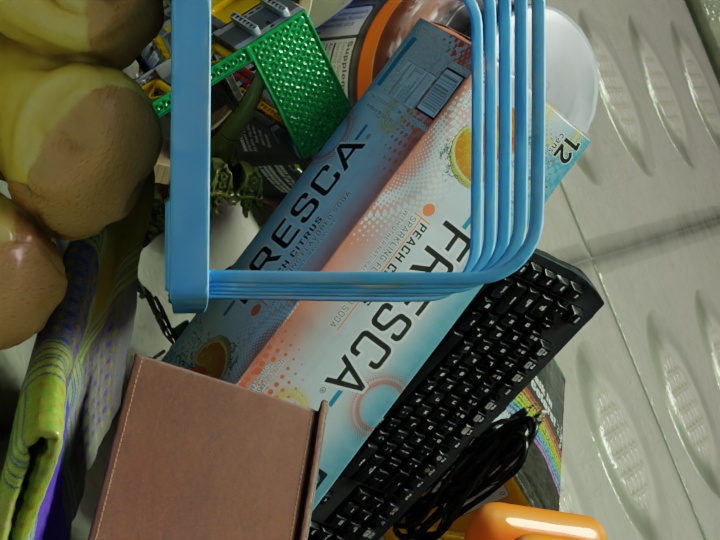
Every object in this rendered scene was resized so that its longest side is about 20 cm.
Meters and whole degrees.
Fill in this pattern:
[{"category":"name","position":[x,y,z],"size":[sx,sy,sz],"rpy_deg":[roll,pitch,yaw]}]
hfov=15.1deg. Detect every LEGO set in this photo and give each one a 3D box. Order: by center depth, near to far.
[{"category":"LEGO set","position":[-0.067,-0.035,1.157],"size":[0.200,0.154,0.116],"rpy_deg":[54,-9,-31]}]

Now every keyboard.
[{"category":"keyboard","position":[0.034,0.075,1.166],"size":[0.104,0.200,0.040],"rpy_deg":[19,32,-42]}]

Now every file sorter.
[{"category":"file sorter","position":[-0.007,-0.057,0.954],"size":[0.200,0.122,0.139],"rpy_deg":[147,-57,-86]}]

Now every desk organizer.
[{"category":"desk organizer","position":[-0.067,0.124,0.972],"size":[0.077,0.072,0.200],"rpy_deg":[18,37,-7]}]

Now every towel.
[{"category":"towel","position":[-0.104,0.053,0.971],"size":[0.200,0.023,0.144],"rpy_deg":[-80,-178,-59]}]

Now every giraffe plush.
[{"category":"giraffe plush","position":[-0.150,-0.067,0.958],"size":[0.200,0.173,0.162],"rpy_deg":[35,1,11]}]

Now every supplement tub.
[{"category":"supplement tub","position":[0.020,-0.082,1.272],"size":[0.107,0.200,0.107],"rpy_deg":[-1,91,-38]}]

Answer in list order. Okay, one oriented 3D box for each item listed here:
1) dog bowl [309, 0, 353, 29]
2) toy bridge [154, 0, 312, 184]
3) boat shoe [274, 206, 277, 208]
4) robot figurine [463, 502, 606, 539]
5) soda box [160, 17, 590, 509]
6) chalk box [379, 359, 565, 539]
[{"category":"dog bowl","position":[-0.073,-0.198,1.226],"size":[0.200,0.200,0.079],"rpy_deg":[59,20,-26]},{"category":"toy bridge","position":[-0.056,-0.122,1.201],"size":[0.067,0.200,0.027],"rpy_deg":[15,27,-9]},{"category":"boat shoe","position":[-0.037,-0.074,1.414],"size":[0.063,0.073,0.200],"rpy_deg":[-108,173,-65]},{"category":"robot figurine","position":[0.062,0.205,1.193],"size":[0.117,0.144,0.200],"rpy_deg":[-4,111,-62]},{"category":"soda box","position":[0.000,0.000,1.097],"size":[0.068,0.200,0.064],"rpy_deg":[37,0,-31]},{"category":"chalk box","position":[0.019,0.056,1.317],"size":[0.125,0.124,0.200],"rpy_deg":[60,17,-22]}]
